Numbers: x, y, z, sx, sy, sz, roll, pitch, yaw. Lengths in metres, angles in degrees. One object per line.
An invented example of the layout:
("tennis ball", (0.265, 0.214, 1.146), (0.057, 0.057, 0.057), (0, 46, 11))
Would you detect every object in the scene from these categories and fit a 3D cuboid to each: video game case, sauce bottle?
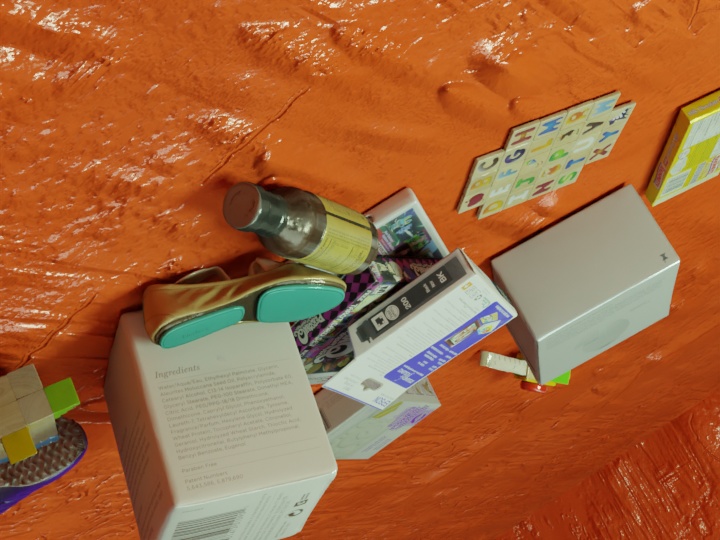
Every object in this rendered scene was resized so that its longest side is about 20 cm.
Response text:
("video game case", (0.000, 0.000, 1.328), (0.181, 0.023, 0.200), (-31, 157, 4))
("sauce bottle", (-0.053, -0.040, 1.125), (0.064, 0.065, 0.199), (-36, 155, 18))
("video game case", (0.003, 0.057, 1.372), (0.200, 0.036, 0.180), (-44, 155, 29))

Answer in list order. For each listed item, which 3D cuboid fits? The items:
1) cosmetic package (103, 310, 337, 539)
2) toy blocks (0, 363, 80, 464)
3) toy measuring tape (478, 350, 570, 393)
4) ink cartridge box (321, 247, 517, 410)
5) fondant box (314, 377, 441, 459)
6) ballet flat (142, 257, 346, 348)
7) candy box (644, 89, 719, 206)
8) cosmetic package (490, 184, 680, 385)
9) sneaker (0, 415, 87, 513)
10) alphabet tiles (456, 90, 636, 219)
("cosmetic package", (-0.143, 0.153, 1.220), (0.163, 0.202, 0.165), (-8, 152, -24))
("toy blocks", (-0.357, 0.152, 1.148), (0.198, 0.101, 0.137), (-22, 168, -18))
("toy measuring tape", (0.235, 0.143, 1.879), (0.198, 0.074, 0.074), (13, 136, -36))
("ink cartridge box", (0.061, 0.069, 1.363), (0.199, 0.044, 0.198), (-36, 157, 8))
("fondant box", (0.002, 0.193, 1.693), (0.144, 0.059, 0.199), (-38, 157, 20))
("ballet flat", (-0.109, 0.018, 1.174), (0.197, 0.064, 0.069), (-12, 150, -25))
("candy box", (0.403, -0.150, 1.489), (0.101, 0.027, 0.201), (-27, 158, -13))
("cosmetic package", (0.279, 0.022, 1.576), (0.197, 0.124, 0.200), (-28, 159, -2))
("sneaker", (-0.362, 0.207, 1.282), (0.198, 0.070, 0.100), (-26, 165, 2))
("alphabet tiles", (0.196, -0.119, 1.330), (0.198, 0.006, 0.167), (-21, 157, -19))
